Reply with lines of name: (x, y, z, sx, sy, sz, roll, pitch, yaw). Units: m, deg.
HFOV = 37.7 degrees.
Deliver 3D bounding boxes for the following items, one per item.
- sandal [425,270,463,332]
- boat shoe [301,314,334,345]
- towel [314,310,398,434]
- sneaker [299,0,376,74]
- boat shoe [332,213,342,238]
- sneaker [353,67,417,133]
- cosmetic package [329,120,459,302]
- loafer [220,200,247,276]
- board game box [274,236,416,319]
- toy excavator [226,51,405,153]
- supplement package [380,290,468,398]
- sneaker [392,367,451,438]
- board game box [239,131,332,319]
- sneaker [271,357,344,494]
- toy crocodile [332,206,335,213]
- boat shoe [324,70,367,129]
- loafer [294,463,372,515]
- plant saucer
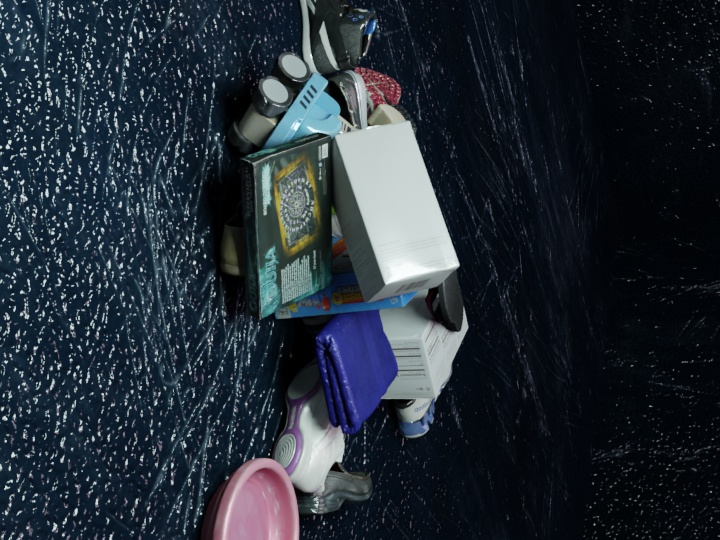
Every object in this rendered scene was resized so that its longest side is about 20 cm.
sandal: (0.124, 0.048, 1.584, 0.200, 0.044, 0.076, 61, 37, -69)
boat shoe: (-0.021, 0.050, 1.576, 0.200, 0.074, 0.063, -50, 131, -55)
towel: (-0.009, 0.120, 1.449, 0.200, 0.049, 0.150, -45, 121, -65)
sneaker: (-0.031, -0.393, 1.542, 0.073, 0.110, 0.204, -24, 111, -66)
boat shoe: (-0.007, -0.076, 1.629, 0.200, 0.065, 0.073, 25, 65, -64)
sneaker: (0.024, -0.250, 1.673, 0.075, 0.079, 0.202, -60, -148, 37)
cosmetic package: (0.033, -0.075, 1.318, 0.081, 0.111, 0.203, -45, -121, 62)
loafer: (-0.117, -0.066, 1.353, 0.201, 0.075, 0.068, -59, 153, -52)
board game box: (0.000, 0.000, 1.474, 0.200, 0.193, 0.057, -40, 120, -60)
toy excavator: (-0.047, -0.188, 1.372, 0.199, 0.100, 0.196, 38, 44, -9)
supplement package: (0.066, 0.101, 1.674, 0.200, 0.153, 0.112, -56, 136, -54)
sneaker: (0.101, 0.178, 1.845, 0.116, 0.079, 0.201, 66, 33, -45)
board game box: (-0.088, -0.056, 1.293, 0.134, 0.028, 0.203, -25, 124, -43)
sneaker: (-0.060, 0.210, 1.454, 0.099, 0.074, 0.203, 41, 55, -37)
toy crocodile: (-0.050, -0.129, 1.486, 0.198, 0.061, 0.069, 15, 66, -39)
boat shoe: (-0.021, -0.203, 1.622, 0.056, 0.068, 0.204, -18, 105, -45)
loafer: (-0.036, 0.304, 1.530, 0.199, 0.072, 0.074, 8, 76, -68)
plant saucer: (-0.140, 0.335, 1.307, 0.200, 0.050, 0.205, -2, 90, -68)
